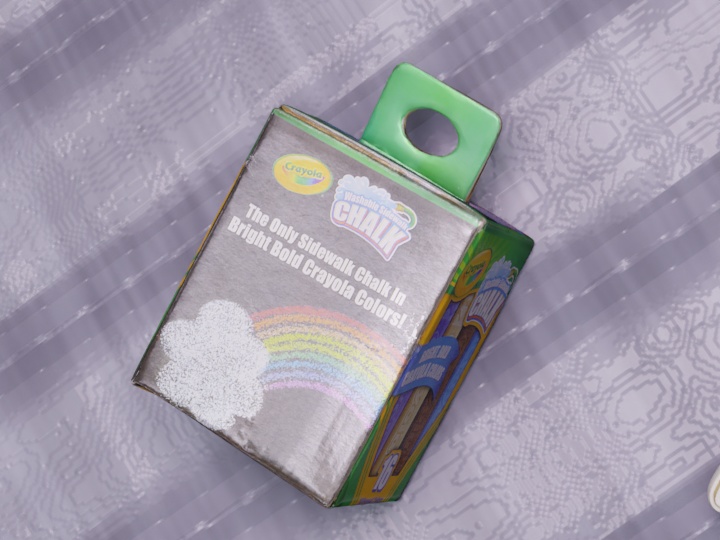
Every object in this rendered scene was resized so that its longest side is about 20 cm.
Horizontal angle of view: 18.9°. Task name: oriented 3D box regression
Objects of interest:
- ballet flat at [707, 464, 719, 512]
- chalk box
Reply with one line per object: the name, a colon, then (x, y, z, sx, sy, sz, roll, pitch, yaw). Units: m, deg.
ballet flat: (0.203, 0.125, 1.029, 0.070, 0.067, 0.202, -10, 85, -1)
chalk box: (0.000, 0.000, 1.069, 0.124, 0.124, 0.201, 30, 93, 16)
